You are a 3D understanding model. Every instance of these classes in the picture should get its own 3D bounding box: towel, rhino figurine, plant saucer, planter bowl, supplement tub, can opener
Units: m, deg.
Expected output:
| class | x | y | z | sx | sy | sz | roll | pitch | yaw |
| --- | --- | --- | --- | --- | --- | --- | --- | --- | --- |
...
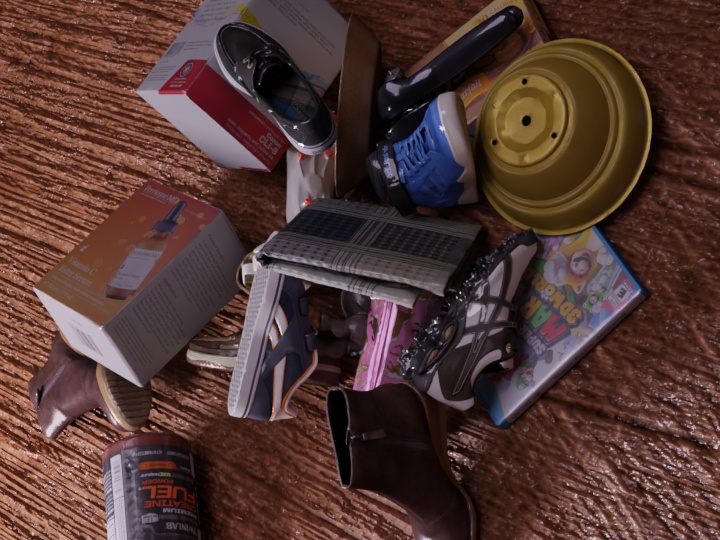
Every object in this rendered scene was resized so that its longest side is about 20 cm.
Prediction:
| class | x | y | z | sx | sy | sz | roll | pitch | yaw |
| --- | --- | --- | --- | --- | --- | --- | --- | --- | --- |
| towel | 0.016 | -0.020 | 1.590 | 0.198 | 0.193 | 0.035 | 10 | 112 | 13 |
| rhino figurine | 0.000 | 0.000 | 1.698 | 0.060 | 0.087 | 0.202 | 120 | 156 | -68 |
| plant saucer | 0.000 | -0.179 | 1.721 | 0.035 | 0.200 | 0.202 | 5 | 73 | 4 |
| planter bowl | 0.180 | -0.140 | 1.545 | 0.199 | 0.083 | 0.203 | -5 | 80 | 33 |
| supplement tub | -0.232 | 0.291 | 1.758 | 0.106 | 0.107 | 0.202 | -27 | 58 | 29 |
| can opener | 0.092 | -0.212 | 1.644 | 0.200 | 0.079 | 0.063 | -40 | 10 | 24 |

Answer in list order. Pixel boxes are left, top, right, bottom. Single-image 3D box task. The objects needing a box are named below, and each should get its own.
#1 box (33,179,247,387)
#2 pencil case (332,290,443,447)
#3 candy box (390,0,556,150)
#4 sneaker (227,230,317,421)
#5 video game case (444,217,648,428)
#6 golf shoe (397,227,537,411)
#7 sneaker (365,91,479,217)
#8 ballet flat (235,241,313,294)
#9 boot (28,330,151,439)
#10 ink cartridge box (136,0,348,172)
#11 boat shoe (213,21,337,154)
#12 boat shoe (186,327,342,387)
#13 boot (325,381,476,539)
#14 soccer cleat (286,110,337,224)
| class | x | y | z | sx | sy | sz | roll | pitch | yaw |
| --- | --- | --- | --- | --- | --- | --- | --- | --- | --- |
| box | -0.251 | 0.011 | 1.833 | 0.152 | 0.107 | 0.200 | 22 | 60 | 43 |
| pencil case | 0.030 | 0.101 | 1.613 | 0.083 | 0.086 | 0.202 | 6 | 83 | 66 |
| candy box | 0.123 | -0.198 | 1.685 | 0.200 | 0.055 | 0.116 | -37 | 53 | 24 |
| sneaker | -0.082 | 0.061 | 1.651 | 0.078 | 0.079 | 0.202 | -132 | 54 | -72 |
| video game case | 0.178 | 0.040 | 1.568 | 0.200 | 0.018 | 0.144 | -45 | 50 | 18 |
| golf shoe | 0.126 | 0.050 | 1.557 | 0.200 | 0.094 | 0.078 | -51 | 4 | -14 |
| sneaker | 0.059 | -0.113 | 1.587 | 0.110 | 0.200 | 0.077 | -10 | 73 | 4 |
| ballet flat | -0.094 | -0.003 | 1.725 | 0.200 | 0.065 | 0.071 | 144 | 120 | -68 |
| boot | -0.337 | 0.157 | 1.935 | 0.167 | 0.072 | 0.201 | -51 | 49 | 29 |
| ink cartridge box | -0.126 | -0.238 | 1.802 | 0.201 | 0.144 | 0.145 | -56 | 27 | -13 |
| boat shoe | -0.092 | -0.203 | 1.640 | 0.068 | 0.057 | 0.200 | -39 | 61 | -6 |
| boat shoe | -0.104 | 0.083 | 1.756 | 0.201 | 0.075 | 0.076 | 6 | 83 | 29 |
| boot | 0.033 | 0.208 | 1.508 | 0.072 | 0.166 | 0.202 | -18 | 76 | 36 |
| soccer cleat | -0.058 | -0.100 | 1.796 | 0.078 | 0.069 | 0.202 | 121 | 154 | -53 |
